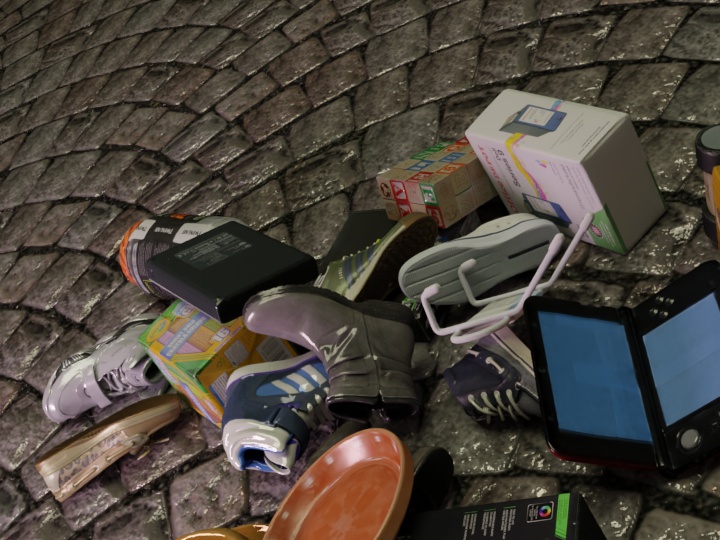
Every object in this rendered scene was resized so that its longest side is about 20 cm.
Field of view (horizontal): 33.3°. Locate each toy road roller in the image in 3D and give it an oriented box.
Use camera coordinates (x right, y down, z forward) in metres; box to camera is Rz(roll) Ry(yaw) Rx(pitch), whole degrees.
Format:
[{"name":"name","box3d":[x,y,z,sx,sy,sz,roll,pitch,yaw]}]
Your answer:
[{"name":"toy road roller","box3d":[0.422,-0.066,1.201,0.144,0.124,0.201,-12,37,10]}]

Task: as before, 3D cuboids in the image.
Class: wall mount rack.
[{"name":"wall mount rack","box3d":[0.164,0.009,1.273,0.172,0.075,0.200,-19,5,29]}]

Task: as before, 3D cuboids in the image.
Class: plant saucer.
[{"name":"plant saucer","box3d":[-0.022,0.239,1.125,0.200,0.032,0.201,-40,24,21]}]

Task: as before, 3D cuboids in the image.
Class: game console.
[{"name":"game console","box3d":[0.261,0.078,1.121,0.172,0.118,0.201,-37,36,29]}]

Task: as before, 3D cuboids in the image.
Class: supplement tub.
[{"name":"supplement tub","box3d":[-0.241,-0.017,1.681,0.198,0.123,0.123,6,49,43]}]

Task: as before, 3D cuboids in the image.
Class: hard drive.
[{"name":"hard drive","box3d":[-0.159,-0.003,1.465,0.139,0.033,0.199,-26,27,-26]}]

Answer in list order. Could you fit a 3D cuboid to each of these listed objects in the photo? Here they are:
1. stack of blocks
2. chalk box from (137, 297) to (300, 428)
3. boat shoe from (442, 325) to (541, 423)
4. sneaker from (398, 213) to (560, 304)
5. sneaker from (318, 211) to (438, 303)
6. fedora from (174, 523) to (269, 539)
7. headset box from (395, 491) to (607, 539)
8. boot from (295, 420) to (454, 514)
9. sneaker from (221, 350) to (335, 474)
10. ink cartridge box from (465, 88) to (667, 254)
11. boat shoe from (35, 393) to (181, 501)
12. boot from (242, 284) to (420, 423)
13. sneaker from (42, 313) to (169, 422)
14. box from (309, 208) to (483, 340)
[{"name":"stack of blocks","box3d":[0.133,-0.128,1.515,0.199,0.059,0.115,-31,24,-28]},{"name":"chalk box","box3d":[-0.180,0.100,1.483,0.124,0.125,0.199,-45,34,-18]},{"name":"boat shoe","box3d":[0.155,0.131,1.221,0.092,0.075,0.200,-39,25,-1]},{"name":"sneaker","box3d":[0.135,-0.013,1.404,0.198,0.074,0.071,-15,17,-10]},{"name":"sneaker","box3d":[0.000,0.000,1.424,0.089,0.067,0.201,23,67,42]},{"name":"fedora","box3d":[-0.144,0.317,1.213,0.199,0.082,0.202,-22,34,16]},{"name":"headset box","box3d":[0.116,0.293,1.019,0.198,0.093,0.175,-13,39,27]},{"name":"boot","box3d":[-0.009,0.237,1.232,0.173,0.070,0.200,5,45,50]},{"name":"sneaker","box3d":[-0.056,0.165,1.329,0.197,0.081,0.147,-10,43,2]},{"name":"ink cartridge box","box3d":[0.235,-0.117,1.392,0.087,0.146,0.199,-44,36,-14]},{"name":"boat shoe","box3d":[-0.306,0.217,1.507,0.198,0.063,0.073,-27,8,5]},{"name":"boot","box3d":[-0.032,0.091,1.291,0.197,0.070,0.133,5,53,-4]},{"name":"sneaker","box3d":[-0.327,0.141,1.593,0.199,0.076,0.115,-37,31,-12]},{"name":"box","box3d":[0.034,0.001,1.498,0.191,0.048,0.201,0,45,34]}]
